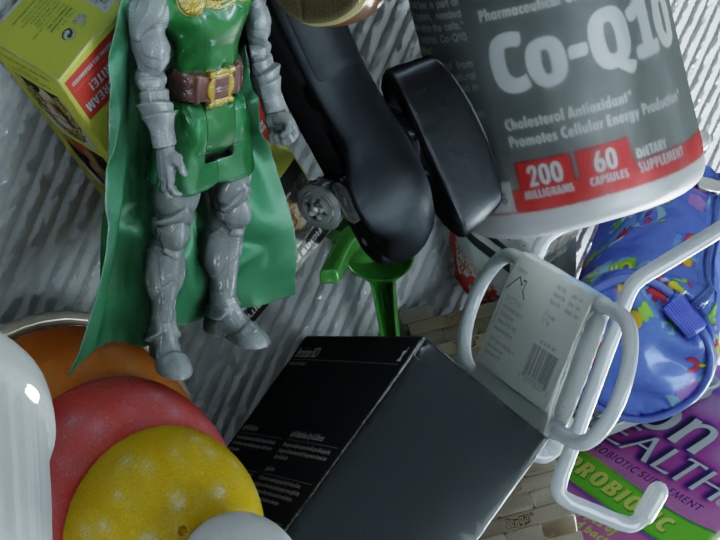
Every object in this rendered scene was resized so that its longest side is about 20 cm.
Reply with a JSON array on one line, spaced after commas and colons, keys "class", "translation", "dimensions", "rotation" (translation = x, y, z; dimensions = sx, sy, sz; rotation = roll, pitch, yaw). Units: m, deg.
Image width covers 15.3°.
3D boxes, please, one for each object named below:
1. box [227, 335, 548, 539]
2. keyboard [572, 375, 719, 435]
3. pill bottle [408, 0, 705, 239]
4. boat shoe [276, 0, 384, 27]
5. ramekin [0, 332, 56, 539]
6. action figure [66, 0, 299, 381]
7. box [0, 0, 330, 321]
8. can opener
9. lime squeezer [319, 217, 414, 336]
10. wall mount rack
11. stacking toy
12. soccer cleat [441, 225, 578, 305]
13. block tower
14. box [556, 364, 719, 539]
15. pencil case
[{"class": "box", "translation": [-0.012, 0.106, 1.211], "dimensions": [0.079, 0.200, 0.142], "rotation": [36, 80, -12]}, {"class": "keyboard", "translation": [0.087, 0.077, 1.383], "dimensions": [0.199, 0.056, 0.011], "rotation": [-19, 135, -18]}, {"class": "pill bottle", "translation": [0.077, -0.125, 1.176], "dimensions": [0.114, 0.113, 0.201], "rotation": [-25, 105, -41]}, {"class": "boat shoe", "translation": [0.003, -0.194, 1.076], "dimensions": [0.067, 0.072, 0.202], "rotation": [14, 76, -58]}, {"class": "ramekin", "translation": [-0.201, 0.102, 0.966], "dimensions": [0.201, 0.095, 0.203], "rotation": [-14, 151, -8]}, {"class": "action figure", "translation": [-0.064, -0.056, 1.067], "dimensions": [0.118, 0.055, 0.201], "rotation": [-24, 127, -37]}, {"class": "box", "translation": [-0.080, -0.058, 1.133], "dimensions": [0.075, 0.050, 0.200], "rotation": [-49, 143, -14]}, {"class": "can opener", "translation": [-0.018, -0.092, 1.124], "dimensions": [0.079, 0.063, 0.201], "rotation": [-39, 105, -28]}, {"class": "lime squeezer", "translation": [0.000, 0.000, 1.266], "dimensions": [0.200, 0.037, 0.071], "rotation": [62, 44, -71]}, {"class": "wall mount rack", "translation": [0.117, 0.016, 1.197], "dimensions": [0.074, 0.200, 0.175], "rotation": [20, 95, -19]}, {"class": "stacking toy", "translation": [-0.088, 0.102, 1.083], "dimensions": [0.145, 0.200, 0.147], "rotation": [-6, 102, -32]}, {"class": "soccer cleat", "translation": [0.083, -0.027, 1.334], "dimensions": [0.069, 0.085, 0.200], "rotation": [-47, 143, -19]}, {"class": "block tower", "translation": [0.068, 0.098, 1.309], "dimensions": [0.057, 0.201, 0.054], "rotation": [-14, 134, -4]}, {"class": "box", "translation": [0.119, 0.133, 1.414], "dimensions": [0.200, 0.175, 0.097], "rotation": [-41, 142, -26]}, {"class": "pencil case", "translation": [0.154, 0.004, 1.384], "dimensions": [0.087, 0.078, 0.200], "rotation": [-42, -171, 24]}]
